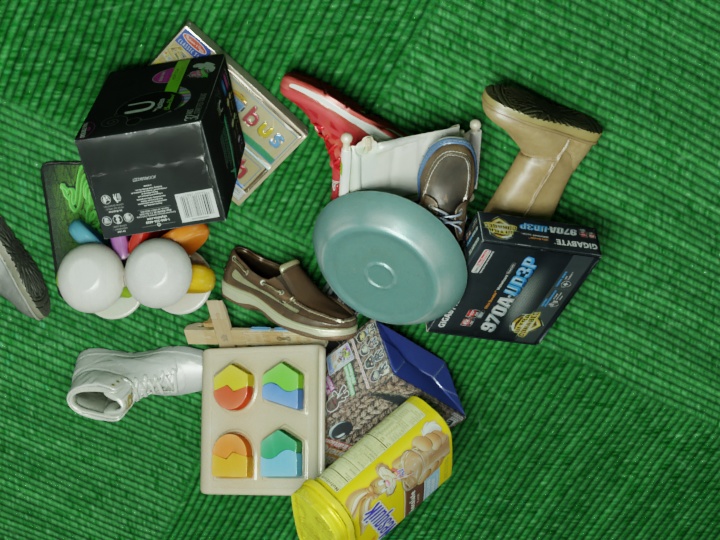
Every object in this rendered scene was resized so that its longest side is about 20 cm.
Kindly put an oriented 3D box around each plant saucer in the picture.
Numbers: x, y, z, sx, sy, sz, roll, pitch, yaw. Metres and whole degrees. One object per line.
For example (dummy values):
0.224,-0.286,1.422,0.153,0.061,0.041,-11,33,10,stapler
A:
0.028,-0.003,1.621,0.197,0.036,0.202,14,133,15,plant saucer

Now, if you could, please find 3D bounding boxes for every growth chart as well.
0.060,-0.115,1.622,0.197,0.018,0.146,-10,136,-22,growth chart

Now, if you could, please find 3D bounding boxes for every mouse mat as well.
-0.321,-0.047,1.744,0.158,0.008,0.203,0,118,3,mouse mat

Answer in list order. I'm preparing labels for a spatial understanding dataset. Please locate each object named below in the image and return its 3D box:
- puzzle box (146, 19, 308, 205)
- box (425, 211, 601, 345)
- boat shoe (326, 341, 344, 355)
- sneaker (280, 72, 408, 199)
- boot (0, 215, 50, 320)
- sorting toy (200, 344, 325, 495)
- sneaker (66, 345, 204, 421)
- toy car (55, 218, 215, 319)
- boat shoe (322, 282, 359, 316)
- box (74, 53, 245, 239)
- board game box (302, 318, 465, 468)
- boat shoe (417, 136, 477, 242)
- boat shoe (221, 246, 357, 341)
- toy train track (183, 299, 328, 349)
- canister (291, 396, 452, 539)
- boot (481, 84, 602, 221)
-0.176,-0.188,1.649,0.199,0.026,0.133,40,112,-17,puzzle box
0.184,0.013,1.673,0.157,0.047,0.201,8,142,-17,box
-0.100,0.139,1.803,0.198,0.061,0.074,-27,113,16,boat shoe
-0.029,-0.144,1.628,0.198,0.078,0.116,31,104,-12,sneaker
-0.521,0.022,1.754,0.198,0.073,0.183,-29,100,10,boot
-0.129,0.190,1.726,0.197,0.036,0.188,-5,81,31,sorting toy
-0.286,0.157,1.791,0.197,0.116,0.075,-1,117,1,sneaker
-0.278,-0.022,1.679,0.197,0.175,0.153,-4,84,5,toy car
-0.003,-0.001,1.718,0.073,0.068,0.200,28,116,-12,boat shoe
-0.221,-0.145,1.546,0.146,0.201,0.126,-8,119,6,box
0.007,0.183,1.771,0.199,0.098,0.159,-40,134,21,board game box
0.100,-0.066,1.615,0.071,0.073,0.202,3,134,-5,boat shoe
-0.090,0.024,1.698,0.200,0.074,0.076,20,113,24,boat shoe
-0.134,0.079,1.771,0.197,0.033,0.116,1,123,21,toy train track
0.019,0.262,1.663,0.199,0.086,0.150,-38,148,-24,canister
0.181,-0.108,1.639,0.173,0.066,0.201,17,119,-23,boot
